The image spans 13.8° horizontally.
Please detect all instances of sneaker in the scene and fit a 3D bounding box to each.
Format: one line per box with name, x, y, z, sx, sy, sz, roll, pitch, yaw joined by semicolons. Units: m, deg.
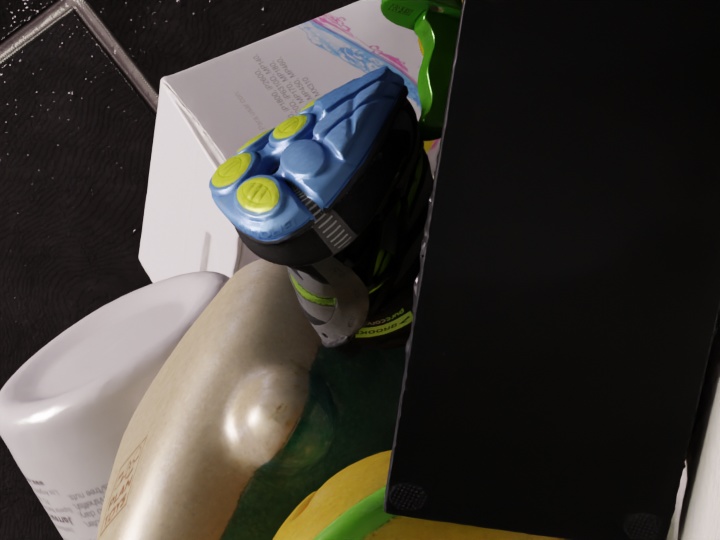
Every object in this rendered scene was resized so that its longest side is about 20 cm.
sneaker;0.002;-0.016;0.990;0.083;0.071;0.200;59;-177;4

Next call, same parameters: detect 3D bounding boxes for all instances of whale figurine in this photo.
whale figurine;-0.038;0.093;1.075;0.159;0.104;0.200;-49;16;50

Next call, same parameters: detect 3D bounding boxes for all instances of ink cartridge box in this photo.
ink cartridge box;0.004;-0.052;1.403;0.086;0.199;0.148;55;153;28

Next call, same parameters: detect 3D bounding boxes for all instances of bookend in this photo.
bookend;0.070;-0.054;0.953;0.200;0.092;0.199;-82;1;-56

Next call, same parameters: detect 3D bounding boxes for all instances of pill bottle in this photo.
pill bottle;-0.055;0.111;1.227;0.200;0.114;0.114;61;-170;-16

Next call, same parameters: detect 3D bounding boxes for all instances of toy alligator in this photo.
toy alligator;0.059;-0.135;1.067;0.200;0.054;0.059;-56;6;-21

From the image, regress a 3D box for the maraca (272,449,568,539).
maraca;0.025;0.136;1.013;0.107;0.137;0.200;55;164;41
